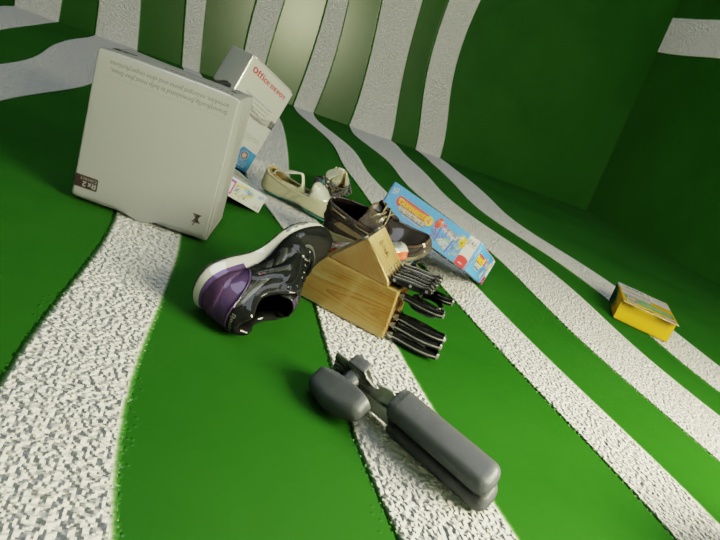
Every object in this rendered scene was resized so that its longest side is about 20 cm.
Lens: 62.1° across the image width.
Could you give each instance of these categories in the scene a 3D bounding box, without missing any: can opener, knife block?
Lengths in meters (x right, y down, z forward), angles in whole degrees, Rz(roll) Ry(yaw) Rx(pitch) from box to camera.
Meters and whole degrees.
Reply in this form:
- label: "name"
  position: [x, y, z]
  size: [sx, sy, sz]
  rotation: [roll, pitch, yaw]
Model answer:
- label: "can opener"
  position: [0.032, 0.148, 0.544]
  size: [0.066, 0.054, 0.198]
  rotation: [-34, 51, -29]
- label: "knife block"
  position: [0.019, 0.046, 0.786]
  size: [0.180, 0.196, 0.064]
  rotation: [66, 28, -5]

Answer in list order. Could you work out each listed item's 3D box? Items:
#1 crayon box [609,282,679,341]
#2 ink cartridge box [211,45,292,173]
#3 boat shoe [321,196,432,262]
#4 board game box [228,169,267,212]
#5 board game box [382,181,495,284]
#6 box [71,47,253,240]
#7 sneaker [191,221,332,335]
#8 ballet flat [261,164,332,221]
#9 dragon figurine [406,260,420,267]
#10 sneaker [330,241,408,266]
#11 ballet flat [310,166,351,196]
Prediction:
- label: "crayon box"
  position: [0.638, 0.094, 1.357]
  size: [0.123, 0.053, 0.199]
  rotation: [26, 18, 14]
- label: "ink cartridge box"
  position: [-0.254, -0.334, 1.252]
  size: [0.083, 0.203, 0.144]
  rotation: [33, 1, 33]
- label: "boat shoe"
  position: [0.022, -0.070, 0.967]
  size: [0.194, 0.075, 0.075]
  rotation: [15, 36, 19]
- label: "board game box"
  position: [-0.269, -0.181, 1.039]
  size: [0.198, 0.035, 0.134]
  rotation: [30, 8, -44]
- label: "board game box"
  position: [0.148, -0.064, 1.112]
  size: [0.198, 0.057, 0.195]
  rotation: [38, 5, 20]
- label: "box"
  position: [-0.276, -0.182, 0.853]
  size: [0.193, 0.206, 0.131]
  rotation: [18, 17, -8]
- label: "sneaker"
  position: [-0.090, 0.016, 0.691]
  size: [0.087, 0.077, 0.198]
  rotation: [36, 45, 25]
- label: "ballet flat"
  position: [-0.110, -0.155, 1.189]
  size: [0.195, 0.071, 0.069]
  rotation: [25, 18, 11]
- label: "dragon figurine"
  position: [0.047, -0.042, 1.058]
  size: [0.097, 0.060, 0.199]
  rotation: [4, 27, -44]
- label: "sneaker"
  position: [0.000, 0.000, 0.886]
  size: [0.075, 0.085, 0.198]
  rotation: [-8, 8, -27]
- label: "ballet flat"
  position: [-0.057, -0.202, 1.381]
  size: [0.070, 0.074, 0.200]
  rotation: [23, 18, 10]
